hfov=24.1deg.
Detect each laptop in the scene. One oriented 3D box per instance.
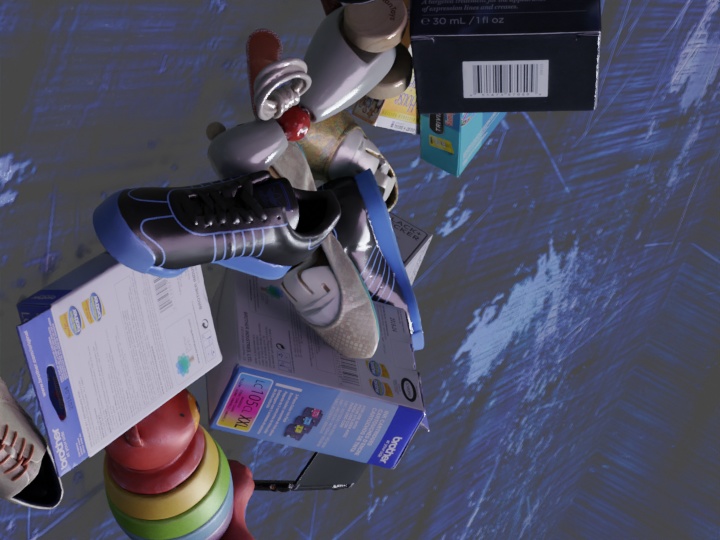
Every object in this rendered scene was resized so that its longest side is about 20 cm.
[{"bbox_3d":[-0.060,0.157,1.596,0.177,0.199,0.104,21,69,-70],"label":"laptop"}]

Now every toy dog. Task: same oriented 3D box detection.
[{"bbox_3d":[-0.047,-0.157,1.307,0.200,0.096,0.132,-28,151,-36],"label":"toy dog"}]

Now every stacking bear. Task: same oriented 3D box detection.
[{"bbox_3d":[-0.161,0.162,1.394,0.200,0.113,0.122,76,4,-48],"label":"stacking bear"}]

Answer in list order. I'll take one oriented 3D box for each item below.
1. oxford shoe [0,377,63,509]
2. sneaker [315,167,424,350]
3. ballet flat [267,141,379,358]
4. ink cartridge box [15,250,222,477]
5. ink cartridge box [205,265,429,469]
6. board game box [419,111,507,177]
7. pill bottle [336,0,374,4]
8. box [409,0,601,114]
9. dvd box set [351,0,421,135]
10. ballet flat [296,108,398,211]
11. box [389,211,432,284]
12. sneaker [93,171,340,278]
[{"bbox_3d":[-0.248,0.107,1.139,0.071,0.074,0.200,-55,160,-14],"label":"oxford shoe"},{"bbox_3d":[0.000,0.000,1.487,0.078,0.070,0.201,-19,126,0],"label":"sneaker"},{"bbox_3d":[-0.050,-0.014,1.359,0.067,0.201,0.062,-29,173,40],"label":"ballet flat"},{"bbox_3d":[-0.181,0.052,1.225,0.200,0.042,0.120,-39,124,-53],"label":"ink cartridge box"},{"bbox_3d":[-0.027,0.084,1.418,0.137,0.199,0.077,-99,-151,-50],"label":"ink cartridge box"},{"bbox_3d":[0.113,-0.207,1.575,0.151,0.047,0.200,-53,159,-28],"label":"board game box"},{"bbox_3d":[0.031,-0.293,1.245,0.200,0.112,0.112,-49,157,-33],"label":"pill bottle"},{"bbox_3d":[0.117,-0.238,1.363,0.107,0.148,0.201,80,10,-60],"label":"box"},{"bbox_3d":[0.068,-0.224,1.558,0.201,0.029,0.146,-65,161,9],"label":"dvd box set"},{"bbox_3d":[-0.007,-0.094,1.492,0.071,0.070,0.200,-59,161,-6],"label":"ballet flat"},{"bbox_3d":[-0.007,0.035,1.626,0.200,0.060,0.117,-49,163,-56],"label":"box"},{"bbox_3d":[-0.100,-0.041,1.222,0.078,0.070,0.200,-40,155,31],"label":"sneaker"}]
